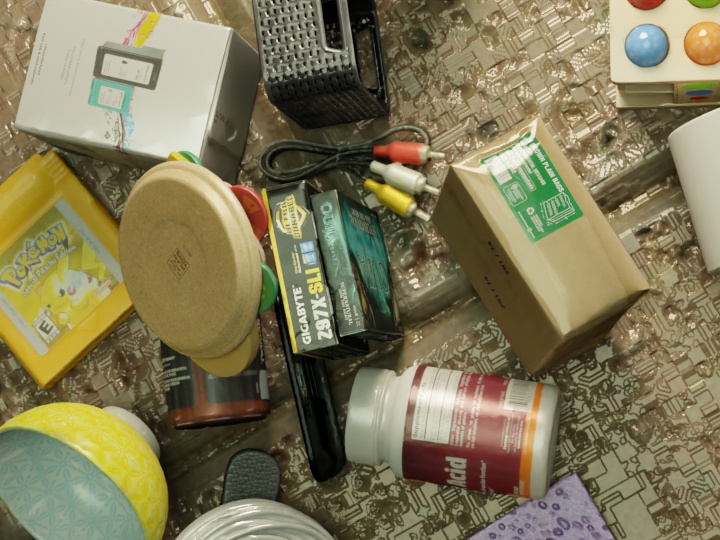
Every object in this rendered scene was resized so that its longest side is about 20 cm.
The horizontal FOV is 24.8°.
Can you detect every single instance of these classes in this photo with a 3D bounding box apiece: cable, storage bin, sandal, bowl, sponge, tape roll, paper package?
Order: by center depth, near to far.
[{"bbox_3d":[0.403,-0.088,1.533,0.202,0.203,0.140,-16,82,9],"label":"tape roll"},{"bbox_3d":[0.168,-0.019,1.570,0.103,0.191,0.200,-29,79,-11],"label":"paper package"},{"bbox_3d":[-0.038,-0.225,1.625,0.094,0.200,0.136,-9,84,9],"label":"storage bin"},{"bbox_3d":[-0.106,0.329,1.632,0.200,0.069,0.200,-44,100,-6],"label":"cable"},{"bbox_3d":[0.159,0.300,1.633,0.200,0.030,0.112,-33,81,6],"label":"sponge"},{"bbox_3d":[-0.266,0.202,1.661,0.200,0.200,0.108,31,49,11],"label":"bowl"},{"bbox_3d":[-0.128,0.281,1.682,0.076,0.043,0.201,20,89,-9],"label":"sandal"},{"bbox_3d":[-0.007,-0.117,1.687,0.200,0.050,0.097,14,90,10],"label":"cable"}]

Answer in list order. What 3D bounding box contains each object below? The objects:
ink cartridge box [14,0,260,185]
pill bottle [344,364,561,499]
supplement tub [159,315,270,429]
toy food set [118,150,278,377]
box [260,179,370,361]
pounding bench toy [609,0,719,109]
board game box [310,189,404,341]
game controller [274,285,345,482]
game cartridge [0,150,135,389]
[{"bbox_3d":[-0.222,-0.183,1.684,0.200,0.147,0.146,13,87,11],"label":"ink cartridge box"},{"bbox_3d":[0.091,0.156,1.614,0.199,0.114,0.114,7,87,11],"label":"pill bottle"},{"bbox_3d":[-0.153,0.058,1.671,0.107,0.107,0.201,-8,83,10],"label":"supplement tub"},{"bbox_3d":[-0.157,-0.010,1.569,0.200,0.049,0.198,41,125,28],"label":"toy food set"},{"bbox_3d":[-0.042,0.005,1.608,0.049,0.200,0.160,-11,84,8],"label":"box"},{"bbox_3d":[0.342,-0.233,1.578,0.199,0.156,0.125,-1,85,10],"label":"pounding bench toy"},{"bbox_3d":[0.000,0.000,1.599,0.028,0.200,0.136,-14,84,11],"label":"board game box"},{"bbox_3d":[-0.057,0.113,1.650,0.042,0.104,0.200,-15,83,11],"label":"game controller"},{"bbox_3d":[-0.334,-0.004,1.749,0.176,0.032,0.200,-42,80,4],"label":"game cartridge"}]
